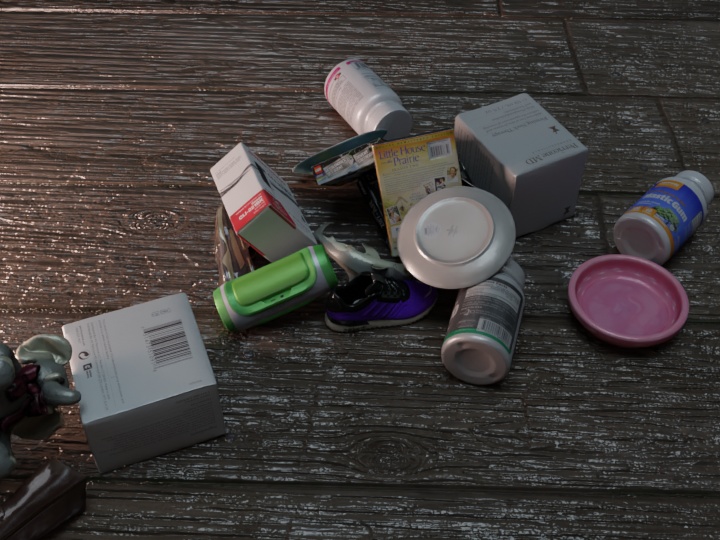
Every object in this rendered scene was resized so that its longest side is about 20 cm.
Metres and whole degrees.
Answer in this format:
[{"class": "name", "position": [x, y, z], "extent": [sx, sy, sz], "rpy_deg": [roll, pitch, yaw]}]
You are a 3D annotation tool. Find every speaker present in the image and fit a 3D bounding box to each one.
[{"class": "speaker", "position": [-0.140, 0.030, 1.529], "extent": [0.198, 0.089, 0.089], "rpy_deg": [-23, 47, 0]}]

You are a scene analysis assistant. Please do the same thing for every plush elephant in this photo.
[{"class": "plush elephant", "position": [-0.461, 0.171, 1.264], "extent": [0.154, 0.167, 0.199], "rpy_deg": [-6, 13, -38]}]

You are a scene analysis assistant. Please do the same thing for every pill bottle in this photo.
[{"class": "pill bottle", "position": [0.017, -0.343, 1.908], "extent": [0.113, 0.114, 0.200], "rpy_deg": [-21, 49, -20]}, {"class": "pill bottle", "position": [0.556, -0.100, 1.665], "extent": [0.112, 0.113, 0.200], "rpy_deg": [32, 54, 28]}, {"class": "pill bottle", "position": [0.205, 0.076, 1.490], "extent": [0.112, 0.114, 0.201], "rpy_deg": [12, 46, 12]}]

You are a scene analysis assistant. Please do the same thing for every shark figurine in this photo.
[{"class": "shark figurine", "position": [-0.020, -0.006, 1.604], "extent": [0.213, 0.090, 0.128], "rpy_deg": [26, 16, 14]}]

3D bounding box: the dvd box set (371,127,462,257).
[{"class": "dvd box set", "position": [0.106, -0.135, 1.597], "extent": [0.145, 0.202, 0.029], "rpy_deg": [-13, 15, -3]}]

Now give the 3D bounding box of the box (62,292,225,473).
[{"class": "box", "position": [-0.327, 0.166, 1.389], "extent": [0.198, 0.131, 0.200], "rpy_deg": [-16, 47, -14]}]

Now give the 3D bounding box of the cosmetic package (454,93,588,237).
[{"class": "cosmetic package", "position": [0.291, -0.195, 1.722], "extent": [0.166, 0.167, 0.200], "rpy_deg": [-21, 49, -20]}]

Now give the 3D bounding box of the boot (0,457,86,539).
[{"class": "boot", "position": [-0.476, 0.304, 1.227], "extent": [0.200, 0.188, 0.064], "rpy_deg": [-37, 36, -28]}]

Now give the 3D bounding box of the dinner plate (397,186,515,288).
[{"class": "dinner plate", "position": [0.156, -0.062, 1.519], "extent": [0.198, 0.024, 0.202], "rpy_deg": [-8, 57, 12]}]

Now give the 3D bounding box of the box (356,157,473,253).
[{"class": "box", "position": [0.115, -0.135, 1.702], "extent": [0.199, 0.044, 0.161], "rpy_deg": [-23, 77, -21]}]

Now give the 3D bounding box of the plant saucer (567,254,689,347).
[{"class": "plant saucer", "position": [0.448, 0.058, 1.552], "extent": [0.198, 0.051, 0.202], "rpy_deg": [0, 44, 0]}]

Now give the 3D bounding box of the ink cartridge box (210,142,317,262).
[{"class": "ink cartridge box", "position": [-0.174, -0.114, 1.641], "extent": [0.084, 0.144, 0.201], "rpy_deg": [-40, 45, 10]}]

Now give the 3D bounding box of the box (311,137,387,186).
[{"class": "box", "position": [-0.002, -0.199, 1.702], "extent": [0.136, 0.040, 0.200], "rpy_deg": [-22, 1, 11]}]

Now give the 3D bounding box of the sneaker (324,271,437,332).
[{"class": "sneaker", "position": [0.037, 0.041, 1.533], "extent": [0.198, 0.100, 0.070], "rpy_deg": [-13, 48, -11]}]

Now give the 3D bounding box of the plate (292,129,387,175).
[{"class": "plate", "position": [-0.036, -0.221, 1.767], "extent": [0.199, 0.200, 0.026], "rpy_deg": [-24, 90, -22]}]

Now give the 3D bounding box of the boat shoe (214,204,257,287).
[{"class": "boat shoe", "position": [-0.221, -0.033, 1.640], "extent": [0.073, 0.075, 0.201], "rpy_deg": [-1, 53, -15]}]

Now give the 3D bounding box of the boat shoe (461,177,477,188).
[{"class": "boat shoe", "position": [0.151, -0.167, 1.650], "extent": [0.199, 0.070, 0.071], "rpy_deg": [38, 31, -5]}]
